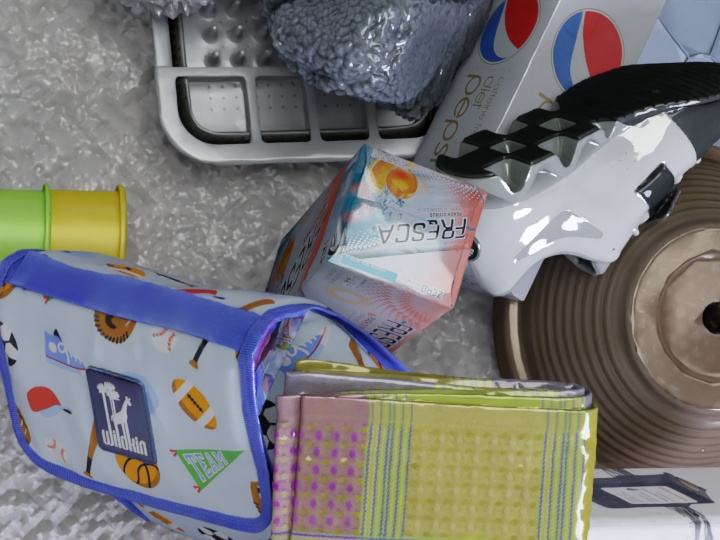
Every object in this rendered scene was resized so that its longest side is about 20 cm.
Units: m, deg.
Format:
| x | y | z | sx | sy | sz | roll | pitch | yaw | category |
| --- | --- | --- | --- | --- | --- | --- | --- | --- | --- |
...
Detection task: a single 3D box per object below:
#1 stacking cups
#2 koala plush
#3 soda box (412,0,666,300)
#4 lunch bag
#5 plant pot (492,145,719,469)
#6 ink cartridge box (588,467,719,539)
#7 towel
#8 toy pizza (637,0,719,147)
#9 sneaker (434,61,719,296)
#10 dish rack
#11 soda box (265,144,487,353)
| x | y | z | sx | sy | sz | roll | pitch | yaw | category |
| --- | --- | --- | --- | --- | --- | --- | --- | --- | --- |
| -0.223 | -0.018 | 1.165 | 0.199 | 0.061 | 0.061 | 1 | 77 | -9 | stacking cups |
| -0.033 | -0.181 | 1.166 | 0.199 | 0.184 | 0.178 | 21 | 84 | 13 | koala plush |
| 0.091 | -0.089 | 1.217 | 0.068 | 0.064 | 0.201 | 32 | 78 | -33 | soda box |
| -0.070 | 0.065 | 1.078 | 0.169 | 0.200 | 0.124 | 13 | 67 | 32 | lunch bag |
| 0.179 | 0.025 | 1.220 | 0.200 | 0.093 | 0.202 | 1 | 87 | -12 | plant pot |
| 0.121 | 0.177 | 1.102 | 0.199 | 0.084 | 0.146 | 2 | 103 | -27 | ink cartridge box |
| 0.029 | 0.140 | 1.001 | 0.143 | 0.023 | 0.201 | 2 | 103 | -5 | towel |
| 0.194 | -0.109 | 1.303 | 0.199 | 0.032 | 0.201 | 2 | 81 | -13 | toy pizza |
| 0.129 | -0.049 | 1.173 | 0.199 | 0.074 | 0.089 | -23 | 117 | -23 | sneaker |
| -0.037 | -0.153 | 1.246 | 0.171 | 0.044 | 0.201 | -3 | 79 | -15 | dish rack |
| 0.000 | 0.000 | 1.138 | 0.068 | 0.200 | 0.064 | 20 | 73 | -8 | soda box |
